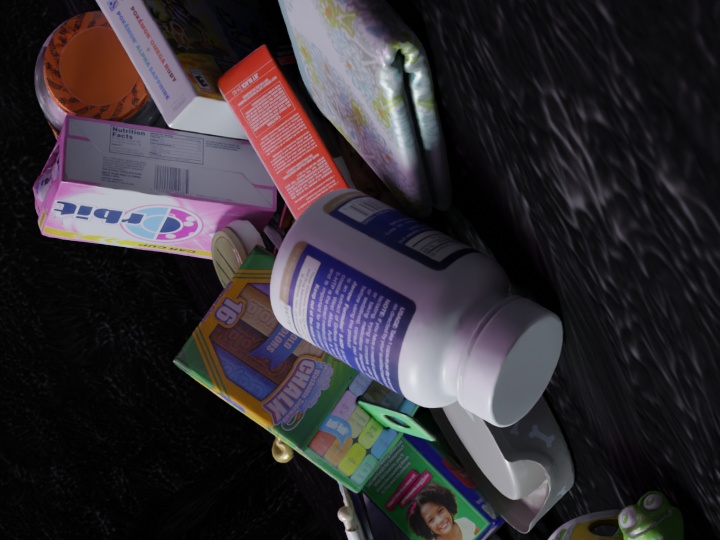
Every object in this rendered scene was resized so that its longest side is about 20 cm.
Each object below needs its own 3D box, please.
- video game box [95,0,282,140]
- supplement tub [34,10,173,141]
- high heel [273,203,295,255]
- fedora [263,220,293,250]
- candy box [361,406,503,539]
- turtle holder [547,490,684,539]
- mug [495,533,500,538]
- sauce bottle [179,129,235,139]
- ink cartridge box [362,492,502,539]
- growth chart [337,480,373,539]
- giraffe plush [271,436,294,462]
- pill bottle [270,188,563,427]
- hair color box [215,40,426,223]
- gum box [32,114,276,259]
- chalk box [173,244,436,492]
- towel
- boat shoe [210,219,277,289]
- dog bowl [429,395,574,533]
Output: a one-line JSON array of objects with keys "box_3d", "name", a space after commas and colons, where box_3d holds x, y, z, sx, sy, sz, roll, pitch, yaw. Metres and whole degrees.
[{"box_3d": [-0.133, -0.196, 1.424, 0.199, 0.047, 0.183, 3, -131, -58], "name": "video game box"}, {"box_3d": [-0.231, -0.163, 1.490, 0.123, 0.122, 0.200, 59, 172, 4], "name": "supplement tub"}, {"box_3d": [-0.067, -0.025, 1.623, 0.200, 0.067, 0.097, -56, -45, -54], "name": "high heel"}, {"box_3d": [0.000, 0.000, 1.504, 0.201, 0.090, 0.177, 52, 173, -4], "name": "fedora"}, {"box_3d": [0.050, 0.179, 1.541, 0.200, 0.077, 0.169, 43, -169, 11], "name": "candy box"}, {"box_3d": [0.181, 0.242, 1.179, 0.186, 0.140, 0.133, 59, -168, -56], "name": "turtle holder"}, {"box_3d": [0.112, 0.346, 1.854, 0.199, 0.147, 0.176, 23, -147, -52], "name": "mug"}, {"box_3d": [-0.133, -0.149, 1.595, 0.201, 0.064, 0.065, -72, -38, -55], "name": "sauce bottle"}, {"box_3d": [0.088, 0.282, 1.579, 0.173, 0.044, 0.200, 38, -168, -18], "name": "ink cartridge box"}, {"box_3d": [0.002, 0.250, 1.510, 0.200, 0.018, 0.146, -113, 3, -84], "name": "growth chart"}, {"box_3d": [-0.057, 0.100, 1.690, 0.163, 0.198, 0.174, -110, -1, -57], "name": "giraffe plush"}, {"box_3d": [0.042, 0.030, 1.201, 0.199, 0.120, 0.120, 29, 154, 31], "name": "pill bottle"}, {"box_3d": [-0.028, -0.091, 1.351, 0.201, 0.061, 0.101, 60, -153, 2], "name": "hair color box"}, {"box_3d": [-0.183, -0.070, 1.434, 0.114, 0.198, 0.067, 130, 144, -59], "name": "gum box"}, {"box_3d": [-0.028, 0.093, 1.344, 0.199, 0.124, 0.124, 32, 171, 34], "name": "chalk box"}, {"box_3d": [0.003, -0.150, 1.204, 0.171, 0.048, 0.201, 50, 166, 35], "name": "towel"}, {"box_3d": [-0.082, 0.017, 1.469, 0.075, 0.068, 0.201, 52, 164, 32], "name": "boat shoe"}, {"box_3d": [0.112, 0.124, 1.400, 0.201, 0.058, 0.200, 56, 169, 17], "name": "dog bowl"}]
